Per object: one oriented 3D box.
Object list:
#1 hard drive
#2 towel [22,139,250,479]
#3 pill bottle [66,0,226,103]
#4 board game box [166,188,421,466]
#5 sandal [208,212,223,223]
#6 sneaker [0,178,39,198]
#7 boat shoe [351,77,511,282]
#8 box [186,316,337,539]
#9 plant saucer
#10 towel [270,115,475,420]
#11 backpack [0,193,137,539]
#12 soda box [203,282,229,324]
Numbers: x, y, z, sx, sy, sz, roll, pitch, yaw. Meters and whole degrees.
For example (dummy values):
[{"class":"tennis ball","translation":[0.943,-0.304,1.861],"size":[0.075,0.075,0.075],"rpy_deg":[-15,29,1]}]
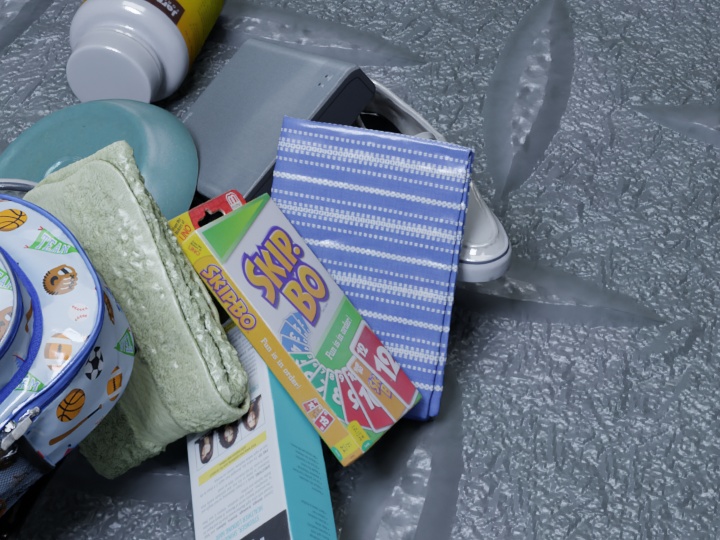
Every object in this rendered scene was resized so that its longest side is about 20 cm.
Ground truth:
[{"class":"hard drive","translation":[-0.082,-0.112,1.112],"size":[0.140,0.033,0.200],"rpy_deg":[-51,30,-7]},{"class":"towel","translation":[-0.168,0.029,0.943],"size":[0.201,0.148,0.036],"rpy_deg":[63,28,1]},{"class":"pill bottle","translation":[-0.189,-0.226,1.260],"size":[0.108,0.110,0.201],"rpy_deg":[11,46,8]},{"class":"board game box","translation":[-0.044,0.030,0.963],"size":[0.200,0.030,0.095],"rpy_deg":[50,33,3]},{"class":"sandal","translation":[-0.034,-0.068,1.165],"size":[0.199,0.048,0.075],"rpy_deg":[-31,54,-12]},{"class":"sneaker","translation":[-0.286,-0.052,1.047],"size":[0.200,0.078,0.146],"rpy_deg":[5,20,-9]},{"class":"boat shoe","translation":[0.045,-0.073,1.057],"size":[0.071,0.066,0.200],"rpy_deg":[-19,50,-20]},{"class":"box","translation":[-0.070,0.121,0.939],"size":[0.082,0.049,0.201],"rpy_deg":[-36,43,25]},{"class":"plant saucer","translation":[-0.223,-0.063,1.101],"size":[0.198,0.036,0.201],"rpy_deg":[-12,53,16]},{"class":"towel","translation":[0.000,0.000,1.013],"size":[0.143,0.202,0.024],"rpy_deg":[9,8,9]},{"class":"backpack","translation":[-0.240,0.047,0.851],"size":[0.190,0.154,0.200],"rpy_deg":[-39,67,-19]},{"class":"soda box","translation":[-0.034,-0.013,1.089],"size":[0.199,0.068,0.064],"rpy_deg":[-19,49,-20]}]
